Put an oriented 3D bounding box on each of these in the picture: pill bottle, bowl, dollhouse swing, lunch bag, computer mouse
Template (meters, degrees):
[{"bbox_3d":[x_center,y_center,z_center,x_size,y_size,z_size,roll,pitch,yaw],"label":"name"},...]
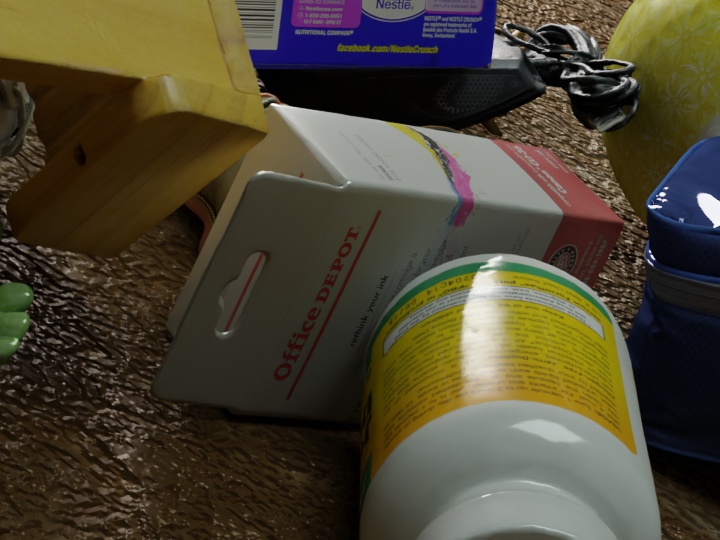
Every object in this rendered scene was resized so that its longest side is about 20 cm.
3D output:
[{"bbox_3d":[0.055,0.083,0.993,0.112,0.113,0.200,22,23,-10],"label":"pill bottle"},{"bbox_3d":[0.222,-0.066,1.389,0.199,0.201,0.108,25,30,-4],"label":"bowl"},{"bbox_3d":[-0.154,-0.122,1.013,0.175,0.182,0.201,-4,70,-38],"label":"dollhouse swing"},{"bbox_3d":[0.208,0.004,1.253,0.135,0.133,0.200,12,19,13],"label":"lunch bag"},{"bbox_3d":[0.040,-0.094,1.381,0.199,0.053,0.139,1,20,-11],"label":"computer mouse"}]

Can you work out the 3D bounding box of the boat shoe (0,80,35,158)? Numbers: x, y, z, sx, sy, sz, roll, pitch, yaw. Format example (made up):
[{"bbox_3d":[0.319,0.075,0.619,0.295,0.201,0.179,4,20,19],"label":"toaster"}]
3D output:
[{"bbox_3d":[-0.171,-0.081,1.143,0.067,0.074,0.200,17,26,-23],"label":"boat shoe"}]

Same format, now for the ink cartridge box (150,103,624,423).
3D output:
[{"bbox_3d":[0.000,0.000,1.101,0.199,0.117,0.068,7,29,-40],"label":"ink cartridge box"}]

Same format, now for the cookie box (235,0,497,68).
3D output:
[{"bbox_3d":[-0.046,-0.165,1.361,0.170,0.076,0.200,-2,20,-27],"label":"cookie box"}]

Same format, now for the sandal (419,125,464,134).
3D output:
[{"bbox_3d":[0.033,-0.044,1.287,0.082,0.055,0.200,34,12,14],"label":"sandal"}]

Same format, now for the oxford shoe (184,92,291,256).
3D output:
[{"bbox_3d":[-0.047,-0.053,1.216,0.071,0.074,0.200,13,27,-29],"label":"oxford shoe"}]

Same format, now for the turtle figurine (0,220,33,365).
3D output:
[{"bbox_3d":[-0.193,-0.057,0.947,0.144,0.201,0.194,6,-26,50],"label":"turtle figurine"}]

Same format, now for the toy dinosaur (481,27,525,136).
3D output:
[{"bbox_3d":[0.032,-0.112,1.472,0.106,0.061,0.200,10,7,34],"label":"toy dinosaur"}]
